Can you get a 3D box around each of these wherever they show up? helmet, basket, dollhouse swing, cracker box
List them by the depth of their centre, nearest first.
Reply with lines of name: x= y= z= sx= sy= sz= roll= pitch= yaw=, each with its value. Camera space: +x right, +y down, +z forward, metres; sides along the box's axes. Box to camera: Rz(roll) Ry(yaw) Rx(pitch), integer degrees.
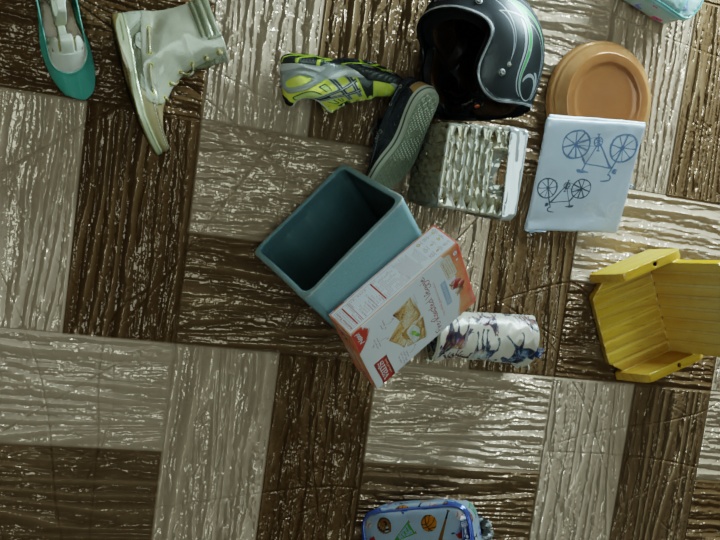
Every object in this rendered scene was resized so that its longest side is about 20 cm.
cracker box: x=0.063 y=0.052 z=1.237 sx=0.199 sy=0.058 sz=0.135 roll=-40 pitch=139 yaw=-12
helmet: x=0.181 y=-0.333 z=1.328 sx=0.196 sy=0.200 sz=0.195 roll=-1 pitch=88 yaw=-16
basket: x=0.156 y=-0.154 z=1.339 sx=0.121 sy=0.200 sz=0.138 roll=7 pitch=95 yaw=-12
dollhouse swing: x=0.519 y=0.085 z=1.487 sx=0.179 sy=0.176 sz=0.203 roll=-20 pitch=103 yaw=-13

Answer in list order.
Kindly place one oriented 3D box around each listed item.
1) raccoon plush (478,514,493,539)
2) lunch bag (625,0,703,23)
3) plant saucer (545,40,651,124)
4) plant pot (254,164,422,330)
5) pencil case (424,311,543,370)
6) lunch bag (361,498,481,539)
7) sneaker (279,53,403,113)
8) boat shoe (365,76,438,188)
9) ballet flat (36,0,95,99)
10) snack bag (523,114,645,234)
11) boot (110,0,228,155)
raccoon plush: x=0.169 y=0.500 z=1.504 sx=0.196 sy=0.097 sz=0.136 roll=-13 pitch=117 yaw=15
lunch bag: x=0.518 y=-0.523 z=1.459 sx=0.158 sy=0.077 sz=0.203 roll=24 pitch=90 yaw=-18
plant saucer: x=0.405 y=-0.282 z=1.478 sx=0.196 sy=0.037 sz=0.204 roll=-2 pitch=98 yaw=-15
plant pot: x=0.000 y=0.000 z=1.319 sx=0.196 sy=0.195 sz=0.201 roll=-44 pitch=124 yaw=-7
pencil case: x=0.198 y=0.114 z=1.446 sx=0.196 sy=0.078 sz=0.091 roll=4 pitch=81 yaw=-17
lunch bag: x=0.104 y=0.452 z=1.412 sx=0.196 sy=0.075 sz=0.164 roll=-8 pitch=81 yaw=18
sneaker: x=-0.027 y=-0.280 z=1.341 sx=0.196 sy=0.076 sz=0.078 roll=5 pitch=110 yaw=-10
boat shoe: x=0.054 y=-0.204 z=1.351 sx=0.074 sy=0.062 sz=0.202 roll=-7 pitch=134 yaw=-41
ballet flat: x=-0.412 y=-0.336 z=1.213 sx=0.066 sy=0.070 sz=0.204 roll=-13 pitch=101 yaw=-14
snack bag: x=0.373 y=-0.155 z=1.471 sx=0.185 sy=0.021 sz=0.204 roll=0 pitch=114 yaw=-16
boot: x=-0.260 y=-0.279 z=1.267 sx=0.152 sy=0.072 sz=0.204 roll=-17 pitch=101 yaw=-16
